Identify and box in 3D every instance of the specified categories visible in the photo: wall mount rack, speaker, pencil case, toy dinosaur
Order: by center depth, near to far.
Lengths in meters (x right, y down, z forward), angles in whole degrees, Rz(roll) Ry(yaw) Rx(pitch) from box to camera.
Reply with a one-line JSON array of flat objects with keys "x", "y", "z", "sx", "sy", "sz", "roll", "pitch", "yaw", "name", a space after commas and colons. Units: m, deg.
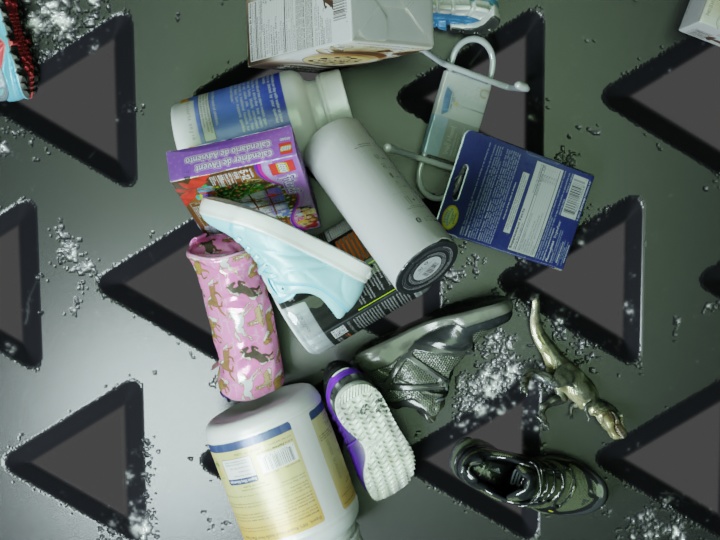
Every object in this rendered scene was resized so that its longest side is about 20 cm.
[{"x": 0.019, "y": -0.074, "z": 1.080, "sx": 0.081, "sy": 0.081, "sz": 0.200, "roll": -38, "pitch": 62, "yaw": 3, "name": "speaker"}, {"x": 0.102, "y": -0.180, "z": 1.153, "sx": 0.173, "sy": 0.074, "sz": 0.201, "roll": 13, "pitch": 96, "yaw": -28, "name": "wall mount rack"}, {"x": -0.144, "y": 0.052, "z": 1.164, "sx": 0.086, "sy": 0.083, "sz": 0.201, "roll": -10, "pitch": 115, "yaw": -5, "name": "pencil case"}, {"x": 0.239, "y": 0.138, "z": 1.219, "sx": 0.088, "sy": 0.047, "sz": 0.200, "roll": -37, "pitch": 94, "yaw": -11, "name": "toy dinosaur"}]

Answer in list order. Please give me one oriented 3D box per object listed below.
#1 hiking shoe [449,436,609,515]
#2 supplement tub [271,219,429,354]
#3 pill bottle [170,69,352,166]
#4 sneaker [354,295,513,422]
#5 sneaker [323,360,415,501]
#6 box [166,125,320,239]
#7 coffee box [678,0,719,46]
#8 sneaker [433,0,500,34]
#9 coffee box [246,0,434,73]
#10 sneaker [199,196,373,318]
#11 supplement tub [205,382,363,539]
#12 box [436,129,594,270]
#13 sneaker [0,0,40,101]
[{"x": 0.206, "y": 0.261, "z": 1.202, "sx": 0.198, "sy": 0.101, "sz": 0.076, "roll": 12, "pitch": 96, "yaw": -1, "name": "hiking shoe"}, {"x": 0.000, "y": 0.000, "z": 1.167, "sx": 0.199, "sy": 0.123, "sz": 0.123, "roll": -29, "pitch": 95, "yaw": 3, "name": "supplement tub"}, {"x": -0.109, "y": -0.166, "z": 1.156, "sx": 0.199, "sy": 0.112, "sz": 0.113, "roll": -15, "pitch": 95, "yaw": 2, "name": "pill bottle"}, {"x": 0.103, "y": 0.107, "z": 1.203, "sx": 0.198, "sy": 0.076, "sz": 0.115, "roll": -26, "pitch": 97, "yaw": 5, "name": "sneaker"}, {"x": 0.005, "y": 0.185, "z": 1.210, "sx": 0.069, "sy": 0.100, "sz": 0.201, "roll": -27, "pitch": 125, "yaw": -12, "name": "sneaker"}, {"x": -0.125, "y": -0.088, "z": 1.122, "sx": 0.136, "sy": 0.200, "sz": 0.039, "roll": -13, "pitch": 70, "yaw": 1, "name": "box"}, {"x": 0.491, "y": -0.301, "z": 1.159, "sx": 0.199, "sy": 0.080, "sz": 0.115, "roll": 20, "pitch": 95, "yaw": -2, "name": "coffee box"}, {"x": 0.068, "y": -0.335, "z": 1.171, "sx": 0.198, "sy": 0.075, "sz": 0.087, "roll": 8, "pitch": 76, "yaw": 0, "name": "sneaker"}, {"x": -0.027, "y": -0.269, "z": 1.091, "sx": 0.112, "sy": 0.199, "sz": 0.081, "roll": -5, "pitch": 95, "yaw": -37, "name": "coffee box"}, {"x": -0.088, "y": -0.010, "z": 1.064, "sx": 0.199, "sy": 0.074, "sz": 0.082, "roll": 26, "pitch": 90, "yaw": -7, "name": "sneaker"}, {"x": -0.086, "y": 0.249, "z": 1.179, "sx": 0.143, "sy": 0.144, "sz": 0.201, "roll": -19, "pitch": 95, "yaw": 2, "name": "supplement tub"}, {"x": 0.174, "y": -0.082, "z": 1.161, "sx": 0.199, "sy": 0.032, "sz": 0.122, "roll": 15, "pitch": 96, "yaw": -32, "name": "box"}, {"x": -0.446, "y": -0.293, "z": 1.162, "sx": 0.095, "sy": 0.079, "sz": 0.202, "roll": -12, "pitch": 95, "yaw": 3, "name": "sneaker"}]
